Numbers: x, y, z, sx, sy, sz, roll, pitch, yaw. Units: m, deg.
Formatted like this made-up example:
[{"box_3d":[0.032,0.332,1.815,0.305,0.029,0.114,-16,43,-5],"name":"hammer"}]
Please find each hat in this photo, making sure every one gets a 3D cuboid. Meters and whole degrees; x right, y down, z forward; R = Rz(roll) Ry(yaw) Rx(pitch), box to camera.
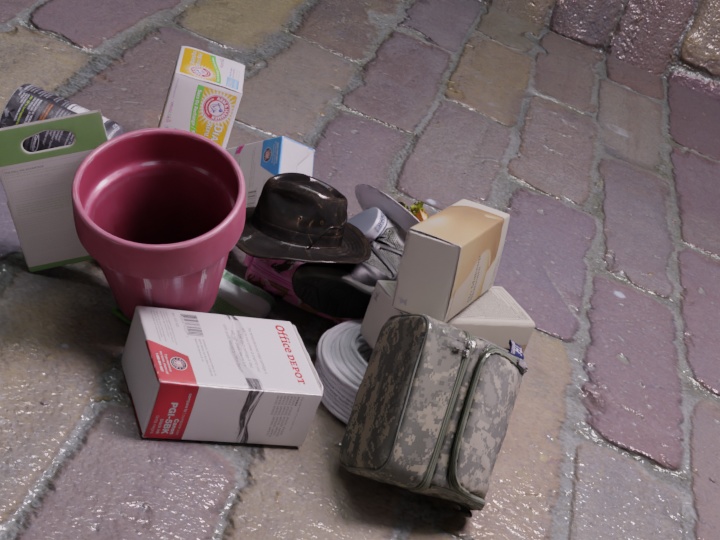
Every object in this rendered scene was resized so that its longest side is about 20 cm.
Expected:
[{"box_3d":[-0.075,-0.075,1.659,0.197,0.082,0.201,12,23,-5],"name":"hat"}]

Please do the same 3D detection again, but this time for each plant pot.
[{"box_3d":[-0.232,-0.036,1.571,0.196,0.180,0.202,2,48,-2],"name":"plant pot"}]

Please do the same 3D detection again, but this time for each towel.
[{"box_3d":[-0.208,0.043,1.702,0.148,0.031,0.200,27,27,11],"name":"towel"}]

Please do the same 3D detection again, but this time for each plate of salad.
[{"box_3d":[0.071,-0.054,1.856,0.200,0.048,0.200,41,-12,10],"name":"plate of salad"}]

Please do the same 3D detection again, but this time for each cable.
[{"box_3d":[0.034,0.136,1.670,0.197,0.070,0.201,12,28,-17],"name":"cable"}]

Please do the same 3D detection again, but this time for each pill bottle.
[{"box_3d":[-0.403,-0.177,1.879,0.198,0.107,0.106,24,26,4],"name":"pill bottle"}]

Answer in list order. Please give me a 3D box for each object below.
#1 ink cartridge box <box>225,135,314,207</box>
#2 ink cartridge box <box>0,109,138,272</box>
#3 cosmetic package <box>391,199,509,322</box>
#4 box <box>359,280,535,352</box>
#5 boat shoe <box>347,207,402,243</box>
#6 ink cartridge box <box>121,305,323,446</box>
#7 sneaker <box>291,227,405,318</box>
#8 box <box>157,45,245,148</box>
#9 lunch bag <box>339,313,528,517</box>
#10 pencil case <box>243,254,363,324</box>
[{"box_3d":[-0.158,-0.107,1.848,0.198,0.117,0.067,-7,-17,43],"name":"ink cartridge box"},{"box_3d":[-0.359,-0.103,1.621,0.143,0.202,0.048,-11,33,-2],"name":"ink cartridge box"},{"box_3d":[0.112,-0.013,1.622,0.070,0.107,0.200,18,21,18],"name":"cosmetic package"},{"box_3d":[0.109,0.071,1.677,0.197,0.079,0.095,4,30,-30],"name":"box"},{"box_3d":[-0.012,-0.025,1.858,0.086,0.201,0.075,39,52,-25],"name":"boat shoe"},{"box_3d":[-0.160,0.122,1.529,0.197,0.084,0.147,8,30,-26],"name":"ink cartridge box"},{"box_3d":[0.000,0.000,1.727,0.196,0.077,0.115,4,48,-19],"name":"sneaker"},{"box_3d":[-0.244,-0.206,1.945,0.100,0.202,0.113,16,27,-11],"name":"box"},{"box_3d":[0.092,0.161,1.515,0.166,0.203,0.139,24,-14,-24],"name":"lunch bag"},{"box_3d":[-0.062,0.023,1.796,0.198,0.087,0.083,27,63,10],"name":"pencil case"}]
